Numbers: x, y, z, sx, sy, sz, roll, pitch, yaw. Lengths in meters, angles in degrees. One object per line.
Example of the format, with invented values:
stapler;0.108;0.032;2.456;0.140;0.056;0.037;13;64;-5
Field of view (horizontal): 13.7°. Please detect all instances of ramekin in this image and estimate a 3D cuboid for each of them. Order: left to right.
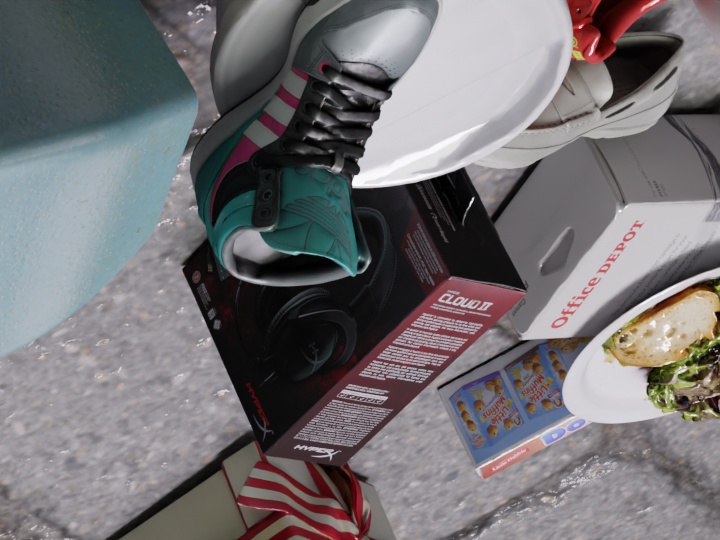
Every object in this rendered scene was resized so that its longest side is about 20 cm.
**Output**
ramekin;0.011;-0.143;1.641;0.202;0.094;0.203;-7;141;-6

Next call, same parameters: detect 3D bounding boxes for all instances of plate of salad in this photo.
plate of salad;0.232;0.056;2.022;0.199;0.048;0.200;-19;152;-10

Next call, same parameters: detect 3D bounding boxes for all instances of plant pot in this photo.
plant pot;-0.202;-0.074;1.541;0.200;0.197;0.196;-16;149;-30

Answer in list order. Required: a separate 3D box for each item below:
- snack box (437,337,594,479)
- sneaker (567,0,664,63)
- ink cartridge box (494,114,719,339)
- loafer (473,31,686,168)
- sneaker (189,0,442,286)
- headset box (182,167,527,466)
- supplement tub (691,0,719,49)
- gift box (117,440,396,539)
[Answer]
snack box;0.157;0.070;2.123;0.200;0.072;0.024;-29;150;5
sneaker;0.107;-0.150;1.740;0.200;0.085;0.077;-27;149;3
ink cartridge box;0.199;-0.030;1.991;0.200;0.083;0.147;-2;142;-36
loafer;0.120;-0.111;1.818;0.200;0.070;0.070;-17;149;-43
sneaker;-0.019;-0.060;1.561;0.083;0.121;0.200;16;134;-31
headset box;0.000;0.000;1.828;0.077;0.149;0.200;10;135;-46
supplement tub;0.307;-0.175;1.791;0.200;0.145;0.145;-31;149;9
gift box;-0.060;0.240;2.115;0.187;0.185;0.200;-34;154;18
